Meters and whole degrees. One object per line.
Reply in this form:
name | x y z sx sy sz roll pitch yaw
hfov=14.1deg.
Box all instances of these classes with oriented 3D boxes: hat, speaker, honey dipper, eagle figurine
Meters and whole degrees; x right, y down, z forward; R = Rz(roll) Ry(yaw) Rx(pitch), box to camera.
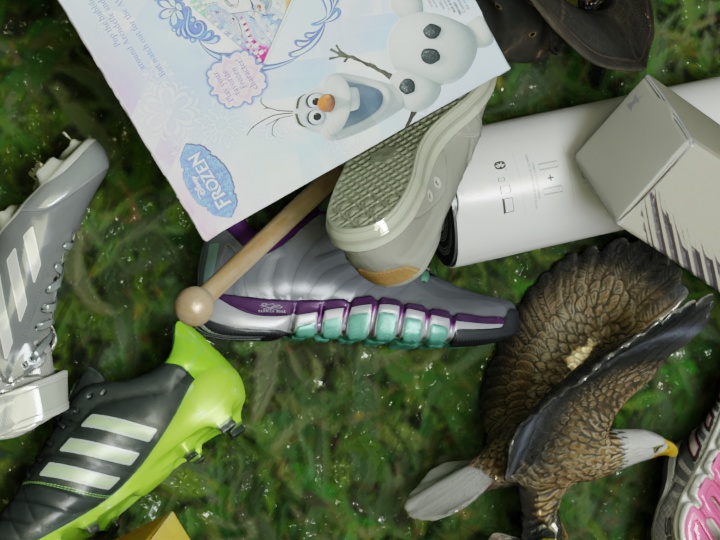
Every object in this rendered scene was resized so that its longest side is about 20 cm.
hat | 0.083 -0.180 1.709 0.081 0.201 0.201 -36 103 28
speaker | 0.139 -0.060 1.750 0.199 0.081 0.082 -13 96 -12
honey dipper | -0.043 -0.030 1.686 0.038 0.038 0.200 53 54 -11
eagle figurine | 0.129 0.084 1.728 0.151 0.151 0.201 -10 116 -52

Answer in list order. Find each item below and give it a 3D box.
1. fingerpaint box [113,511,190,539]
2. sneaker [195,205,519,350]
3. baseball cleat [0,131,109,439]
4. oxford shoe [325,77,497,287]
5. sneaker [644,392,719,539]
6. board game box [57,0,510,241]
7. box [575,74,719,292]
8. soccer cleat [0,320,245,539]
fingerpaint box | -0.132 0.264 1.673 0.166 0.073 0.201 -27 100 24
sneaker | 0.000 0.000 1.727 0.199 0.074 0.088 3 85 -14
baseball cleat | -0.190 0.023 1.683 0.106 0.070 0.200 39 95 -1
oxford shoe | 0.032 -0.060 1.667 0.075 0.200 0.058 -7 125 26
sneaker | 0.230 0.105 1.788 0.074 0.087 0.200 38 62 -14
board game box | -0.050 -0.148 1.602 0.198 0.043 0.201 -29 116 2
box | 0.223 -0.027 1.704 0.200 0.082 0.068 31 109 -32
soccer cleat | -0.159 0.110 1.705 0.200 0.068 0.081 -36 77 -5
